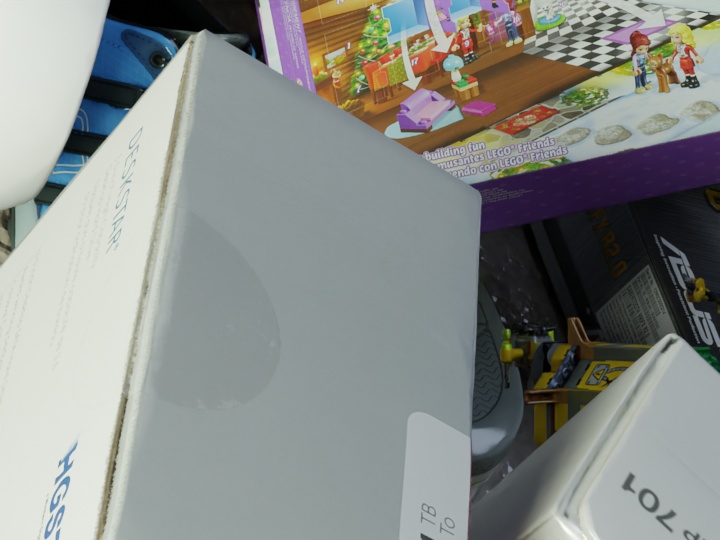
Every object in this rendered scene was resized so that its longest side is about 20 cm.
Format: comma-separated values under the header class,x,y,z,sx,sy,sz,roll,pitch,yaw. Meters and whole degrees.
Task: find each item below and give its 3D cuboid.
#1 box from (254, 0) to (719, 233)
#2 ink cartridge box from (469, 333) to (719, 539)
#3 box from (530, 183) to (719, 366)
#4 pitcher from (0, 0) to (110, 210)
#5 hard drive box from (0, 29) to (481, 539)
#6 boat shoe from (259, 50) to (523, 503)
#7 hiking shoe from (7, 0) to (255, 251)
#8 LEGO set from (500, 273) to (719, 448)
class,x,y,z,sx,sy,sz,roll,pitch,yaw
box,0.069,-0.088,0.759,0.039,0.200,0.137,71,8,-67
ink cartridge box,0.050,0.135,0.600,0.146,0.200,0.086,44,35,-1
box,0.132,-0.019,0.971,0.158,0.048,0.200,12,46,-37
pitcher,-0.172,-0.099,0.703,0.200,0.121,0.172,17,34,-16
hard drive box,-0.065,0.075,0.548,0.077,0.200,0.156,29,38,-20
boat shoe,0.002,0.001,0.820,0.074,0.065,0.202,2,44,-19
hiking shoe,-0.060,-0.029,0.756,0.074,0.087,0.200,-7,59,-48
LEGO set,0.089,0.077,0.755,0.200,0.116,0.154,-14,101,-45
